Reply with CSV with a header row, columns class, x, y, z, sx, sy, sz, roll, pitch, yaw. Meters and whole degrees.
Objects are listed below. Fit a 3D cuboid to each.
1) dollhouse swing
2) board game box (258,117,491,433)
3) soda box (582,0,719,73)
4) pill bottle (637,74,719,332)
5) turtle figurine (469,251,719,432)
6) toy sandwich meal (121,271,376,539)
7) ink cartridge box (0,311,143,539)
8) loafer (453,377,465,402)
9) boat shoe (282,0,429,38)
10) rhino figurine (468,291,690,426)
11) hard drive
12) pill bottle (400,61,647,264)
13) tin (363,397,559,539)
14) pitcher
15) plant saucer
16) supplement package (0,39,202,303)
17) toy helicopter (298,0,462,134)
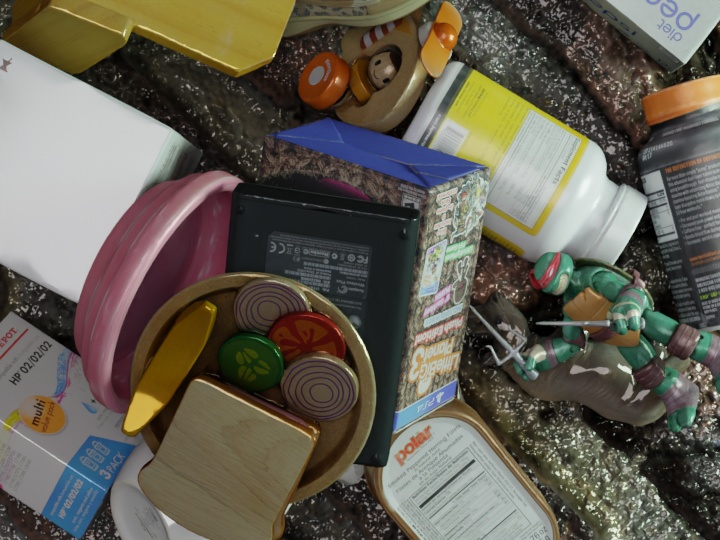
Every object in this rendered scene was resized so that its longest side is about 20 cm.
class,x,y,z,sx,sy,sz,roll,pitch,yaw
dollhouse swing,-0.159,-0.248,1.383,0.175,0.181,0.202,27,70,-24
board game box,0.000,0.000,1.338,0.158,0.097,0.202,19,113,29
soda box,0.210,-0.257,1.413,0.200,0.063,0.068,40,90,1
pill bottle,0.291,-0.057,1.390,0.105,0.106,0.202,-15,89,1
turtle figurine,0.196,0.043,1.329,0.199,0.150,0.101,30,65,-6
toy sandwich meal,-0.085,0.102,1.228,0.203,0.070,0.207,1,108,4
ink cartridge box,-0.277,0.114,1.385,0.199,0.115,0.068,33,125,0
loafer,0.051,0.086,1.414,0.071,0.063,0.202,-7,90,0
boat shoe,-0.014,-0.240,1.375,0.198,0.063,0.074,-12,47,26
rhino figurine,0.175,0.070,1.415,0.198,0.060,0.088,16,89,3
hard drive,-0.036,0.043,1.262,0.138,0.033,0.202,9,109,5
pill bottle,0.131,-0.077,1.390,0.199,0.112,0.113,31,90,0
tin,0.087,0.192,1.397,0.112,0.042,0.200,-41,108,-4
pitcher,-0.116,0.144,1.369,0.199,0.121,0.172,-27,71,-38
plant saucer,-0.156,0.010,1.290,0.051,0.200,0.202,28,90,16
supplement package,-0.235,-0.072,1.350,0.151,0.200,0.152,27,90,1
toy helicopter,0.038,-0.206,1.394,0.079,0.132,0.202,31,69,-38
